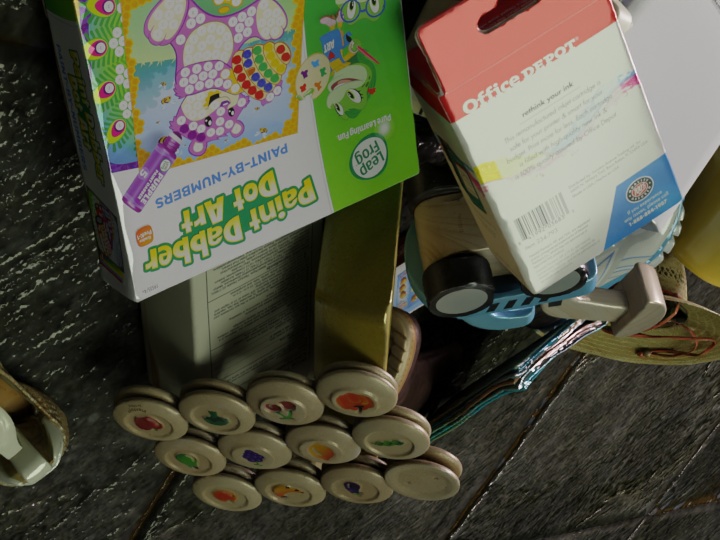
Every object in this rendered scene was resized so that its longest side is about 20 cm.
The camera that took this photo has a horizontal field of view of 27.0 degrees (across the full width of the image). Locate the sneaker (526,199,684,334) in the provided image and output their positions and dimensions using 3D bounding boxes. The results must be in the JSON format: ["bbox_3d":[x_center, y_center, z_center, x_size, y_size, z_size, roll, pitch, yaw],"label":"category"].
[{"bbox_3d":[0.180,-0.013,1.227,0.086,0.075,0.200,0,141,-47],"label":"sneaker"}]

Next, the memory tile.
[{"bbox_3d":[-0.046,0.112,0.961,0.198,0.017,0.154,-9,141,25],"label":"memory tile"}]

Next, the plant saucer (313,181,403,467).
[{"bbox_3d":[0.000,0.000,0.980,0.048,0.201,0.201,6,145,1],"label":"plant saucer"}]

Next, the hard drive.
[{"bbox_3d":[0.217,-0.145,1.017,0.132,0.026,0.201,45,75,-31],"label":"hard drive"}]

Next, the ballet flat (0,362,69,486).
[{"bbox_3d":[-0.221,0.097,0.909,0.070,0.065,0.200,-41,150,-6],"label":"ballet flat"}]

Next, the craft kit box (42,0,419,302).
[{"bbox_3d":[-0.064,-0.111,0.802,0.199,0.048,0.199,-26,127,-29],"label":"craft kit box"}]

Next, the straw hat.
[{"bbox_3d":[0.254,0.017,1.365,0.201,0.199,0.086,45,50,-60],"label":"straw hat"}]

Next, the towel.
[{"bbox_3d":[0.108,0.100,1.257,0.146,0.022,0.200,-31,174,-45],"label":"towel"}]

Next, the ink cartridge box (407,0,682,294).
[{"bbox_3d":[0.103,-0.100,0.898,0.116,0.067,0.201,-32,124,-5],"label":"ink cartridge box"}]

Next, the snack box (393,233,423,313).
[{"bbox_3d":[0.095,-0.032,1.176,0.199,0.024,0.072,-31,149,-23],"label":"snack box"}]

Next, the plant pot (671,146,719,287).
[{"bbox_3d":[0.352,-0.085,1.275,0.200,0.202,0.189,-19,157,-36],"label":"plant pot"}]

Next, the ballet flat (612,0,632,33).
[{"bbox_3d":[0.155,-0.184,0.933,0.067,0.064,0.201,10,121,-54],"label":"ballet flat"}]

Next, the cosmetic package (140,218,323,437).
[{"bbox_3d":[-0.084,0.009,0.961,0.105,0.071,0.201,-28,146,-27],"label":"cosmetic package"}]

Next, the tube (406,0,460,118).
[{"bbox_3d":[0.077,-0.184,0.909,0.052,0.058,0.201,-74,-172,-77],"label":"tube"}]

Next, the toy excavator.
[{"bbox_3d":[0.129,-0.001,1.080,0.193,0.101,0.200,-10,154,-1],"label":"toy excavator"}]

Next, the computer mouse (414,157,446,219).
[{"bbox_3d":[0.126,-0.080,1.082,0.140,0.046,0.200,20,130,-34],"label":"computer mouse"}]

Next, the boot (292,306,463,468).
[{"bbox_3d":[0.027,0.079,1.192,0.166,0.072,0.201,-24,155,-47],"label":"boot"}]
